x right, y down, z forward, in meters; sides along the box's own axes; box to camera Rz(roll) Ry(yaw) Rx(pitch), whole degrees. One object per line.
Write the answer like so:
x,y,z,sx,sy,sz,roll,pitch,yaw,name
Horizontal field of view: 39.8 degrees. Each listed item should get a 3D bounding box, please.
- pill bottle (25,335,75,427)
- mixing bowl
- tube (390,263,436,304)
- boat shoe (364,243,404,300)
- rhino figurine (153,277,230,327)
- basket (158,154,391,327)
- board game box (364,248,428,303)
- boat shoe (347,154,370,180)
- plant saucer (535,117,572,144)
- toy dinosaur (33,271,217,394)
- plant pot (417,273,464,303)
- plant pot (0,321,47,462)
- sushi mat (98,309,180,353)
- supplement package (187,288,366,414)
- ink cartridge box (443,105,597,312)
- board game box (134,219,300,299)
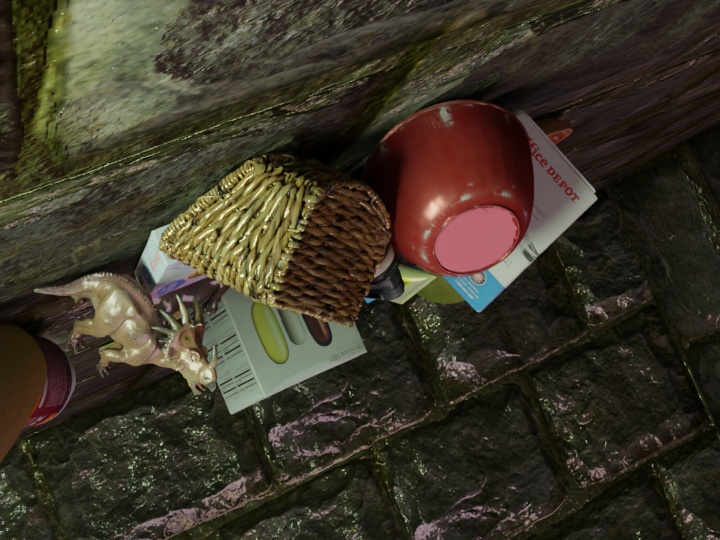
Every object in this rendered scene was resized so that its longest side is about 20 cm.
-0.414,0.134,1.203,0.112,0.114,0.200,-24,175,-1,pill bottle
0.106,-0.066,1.056,0.197,0.109,0.202,-10,137,-10,mixing bowl
0.000,0.000,1.278,0.198,0.053,0.058,19,-178,-32,tube
-0.020,0.000,1.135,0.198,0.066,0.075,2,-132,49,boat shoe
-0.243,0.030,1.241,0.198,0.060,0.088,-21,155,-35,rhino figurine
-0.075,-0.043,0.975,0.200,0.148,0.144,21,91,-64,basket
0.050,-0.055,1.315,0.199,0.135,0.045,-28,-165,36,board game box
0.001,-0.086,1.162,0.065,0.073,0.199,-15,170,-36,boat shoe
0.222,-0.180,1.498,0.198,0.033,0.200,-24,175,-2,plant saucer
-0.240,0.050,1.063,0.135,0.200,0.086,-26,-149,37,toy dinosaur
0.112,-0.060,1.547,0.185,0.189,0.200,-25,160,14,plant pot
-0.405,0.133,0.980,0.185,0.188,0.200,-26,-172,26,plant pot
-0.351,0.095,1.715,0.198,0.012,0.095,-27,173,22,sushi mat
-0.132,0.077,1.494,0.190,0.202,0.147,-22,175,-32,supplement package
0.160,-0.076,1.201,0.200,0.146,0.086,-44,-168,5,ink cartridge box
-0.146,-0.037,1.113,0.198,0.042,0.200,-23,175,-21,board game box
